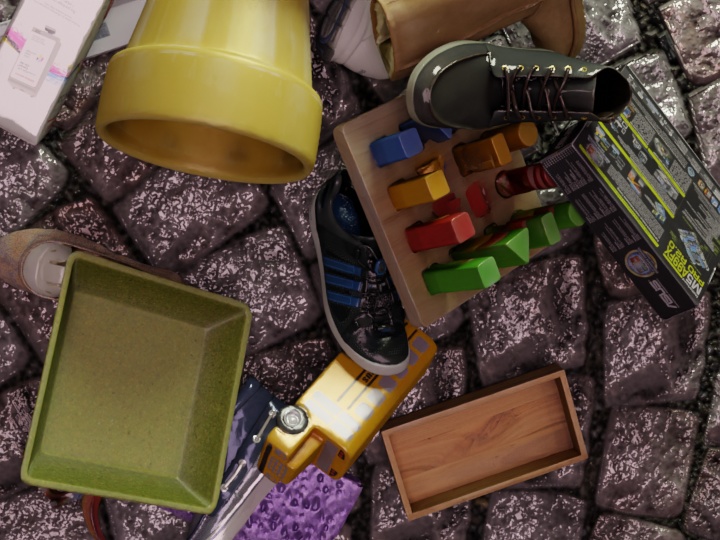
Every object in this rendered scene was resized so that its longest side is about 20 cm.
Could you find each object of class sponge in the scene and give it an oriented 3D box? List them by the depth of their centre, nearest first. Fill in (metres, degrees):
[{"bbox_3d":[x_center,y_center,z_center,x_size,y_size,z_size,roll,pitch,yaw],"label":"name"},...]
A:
[{"bbox_3d":[-0.110,0.223,1.150,0.198,0.030,0.113,27,94,-9],"label":"sponge"}]

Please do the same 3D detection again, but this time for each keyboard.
[{"bbox_3d":[-0.255,-0.236,1.080,0.198,0.011,0.057,-19,105,-3],"label":"keyboard"}]

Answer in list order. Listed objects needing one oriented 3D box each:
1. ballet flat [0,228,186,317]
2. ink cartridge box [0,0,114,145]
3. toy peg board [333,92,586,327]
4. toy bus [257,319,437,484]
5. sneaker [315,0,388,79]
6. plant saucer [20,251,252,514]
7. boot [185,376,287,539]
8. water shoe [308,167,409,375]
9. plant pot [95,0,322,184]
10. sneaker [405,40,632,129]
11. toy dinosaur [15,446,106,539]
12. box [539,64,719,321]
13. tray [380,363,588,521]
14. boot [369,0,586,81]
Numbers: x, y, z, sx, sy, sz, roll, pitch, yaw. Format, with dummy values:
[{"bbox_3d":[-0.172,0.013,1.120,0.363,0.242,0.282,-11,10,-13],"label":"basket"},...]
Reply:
[{"bbox_3d":[-0.261,0.004,1.083,0.197,0.067,0.069,11,96,-7],"label":"ballet flat"},{"bbox_3d":[-0.291,-0.188,1.021,0.067,0.117,0.201,28,99,-14],"label":"ink cartridge box"},{"bbox_3d":[0.108,-0.082,1.050,0.199,0.097,0.201,-30,102,-35],"label":"toy peg board"},{"bbox_3d":[-0.013,0.126,1.073,0.078,0.065,0.200,36,52,9],"label":"toy bus"},{"bbox_3d":[0.033,-0.279,1.083,0.086,0.074,0.202,25,98,-26],"label":"sneaker"},{"bbox_3d":[-0.207,0.106,1.026,0.198,0.048,0.203,20,74,-38],"label":"plant saucer"},{"bbox_3d":[-0.138,0.204,1.100,0.090,0.073,0.200,41,83,-3],"label":"boot"},{"bbox_3d":[0.000,0.000,1.065,0.071,0.079,0.202,-12,69,-25],"label":"water shoe"},{"bbox_3d":[-0.125,-0.196,1.015,0.198,0.201,0.192,9,82,-7],"label":"plant pot"},{"bbox_3d":[0.140,-0.161,0.983,0.198,0.106,0.076,-15,112,-34],"label":"sneaker"},{"bbox_3d":[-0.253,0.143,1.120,0.181,0.105,0.201,-40,134,-9],"label":"toy dinosaur"},{"bbox_3d":[0.276,-0.078,1.094,0.200,0.044,0.160,49,48,-11],"label":"box"},{"bbox_3d":[0.127,0.176,1.166,0.198,0.037,0.100,-18,99,-4],"label":"tray"},{"bbox_3d":[0.109,-0.226,1.043,0.198,0.176,0.066,-27,55,-9],"label":"boot"}]
